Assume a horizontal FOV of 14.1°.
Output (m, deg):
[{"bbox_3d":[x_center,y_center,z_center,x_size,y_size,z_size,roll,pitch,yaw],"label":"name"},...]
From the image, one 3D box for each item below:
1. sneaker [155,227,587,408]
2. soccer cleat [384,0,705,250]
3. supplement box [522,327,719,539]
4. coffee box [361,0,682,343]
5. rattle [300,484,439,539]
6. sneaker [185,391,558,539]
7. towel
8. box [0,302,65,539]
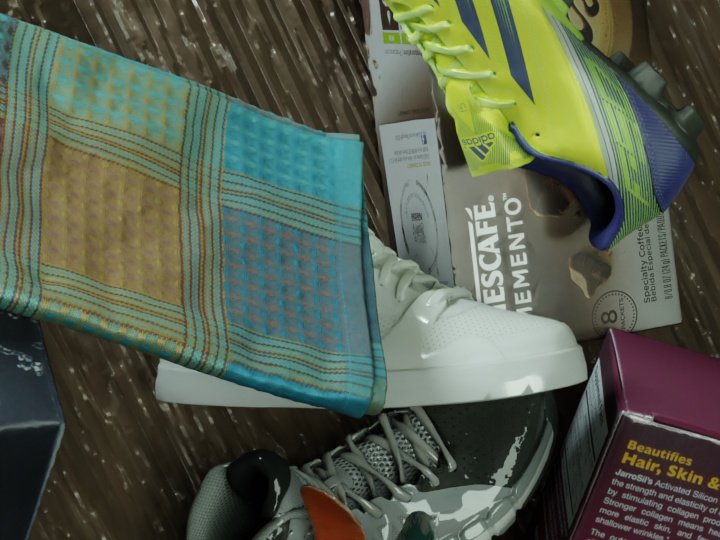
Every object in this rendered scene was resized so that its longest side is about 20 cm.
[{"bbox_3d":[0.000,0.000,1.254,0.199,0.074,0.116,0,92,23],"label":"sneaker"},{"bbox_3d":[0.058,-0.086,1.236,0.200,0.065,0.084,39,89,-18],"label":"soccer cleat"},{"bbox_3d":[0.131,0.141,1.307,0.110,0.086,0.201,16,114,-8],"label":"supplement box"},{"bbox_3d":[0.070,-0.066,1.318,0.112,0.080,0.201,-9,98,-20],"label":"coffee box"},{"bbox_3d":[0.002,0.186,1.271,0.130,0.143,0.201,-5,90,22],"label":"rattle"},{"bbox_3d":[-0.002,0.096,1.274,0.200,0.075,0.116,-43,144,-6],"label":"sneaker"},{"bbox_3d":[-0.079,-0.025,1.157,0.199,0.022,0.147,19,45,-26],"label":"towel"},{"bbox_3d":[-0.238,0.017,1.135,0.199,0.118,0.197,-5,57,-22],"label":"box"}]
